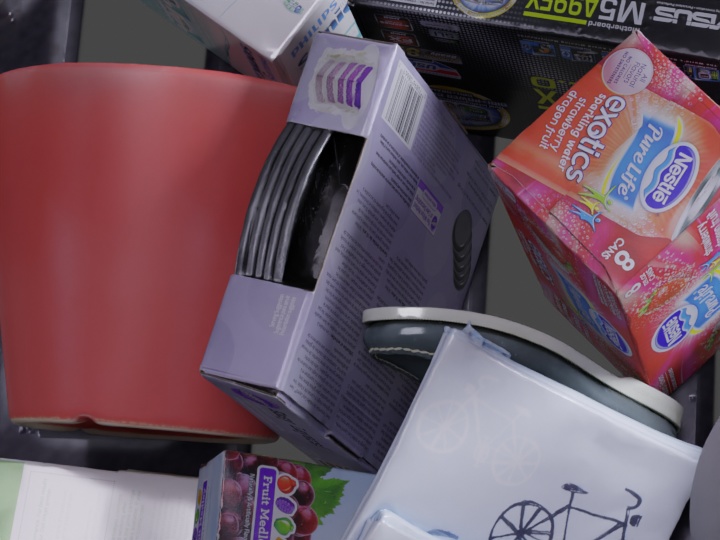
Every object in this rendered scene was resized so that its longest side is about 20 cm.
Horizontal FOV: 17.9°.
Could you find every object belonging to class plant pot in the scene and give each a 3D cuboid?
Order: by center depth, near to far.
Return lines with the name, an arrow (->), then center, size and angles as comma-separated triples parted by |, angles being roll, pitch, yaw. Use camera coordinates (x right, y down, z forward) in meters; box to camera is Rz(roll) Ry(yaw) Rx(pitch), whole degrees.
plant pot -> -0.106, -0.003, 1.193 | 0.200, 0.200, 0.178 | 3, 83, 12

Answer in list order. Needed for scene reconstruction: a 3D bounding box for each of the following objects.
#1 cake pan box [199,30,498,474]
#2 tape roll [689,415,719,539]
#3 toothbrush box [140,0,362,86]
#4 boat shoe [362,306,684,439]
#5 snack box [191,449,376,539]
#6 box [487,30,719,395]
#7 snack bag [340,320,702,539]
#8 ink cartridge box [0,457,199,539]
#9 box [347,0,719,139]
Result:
cake pan box -> 0.000, 0.000, 1.156 | 0.052, 0.200, 0.185 | 11, 76, 23
tape roll -> 0.256, 0.139, 1.046 | 0.202, 0.139, 0.203 | 1, 111, 2
toothbrush box -> -0.070, -0.209, 1.296 | 0.200, 0.085, 0.147 | 35, 81, 20
boat shoe -> 0.081, 0.069, 1.136 | 0.073, 0.200, 0.062 | -7, 65, 53
snack box -> -0.019, 0.201, 1.145 | 0.142, 0.053, 0.201 | 11, 73, -18
box -> 0.142, -0.020, 1.134 | 0.100, 0.200, 0.096 | -41, 68, -4
snack bag -> 0.072, 0.146, 1.109 | 0.021, 0.188, 0.200 | 26, 90, 59
ink cartridge box -> -0.136, 0.178, 1.208 | 0.199, 0.048, 0.146 | 5, 74, 13
box -> 0.106, -0.111, 1.192 | 0.199, 0.160, 0.044 | 11, 74, 14
